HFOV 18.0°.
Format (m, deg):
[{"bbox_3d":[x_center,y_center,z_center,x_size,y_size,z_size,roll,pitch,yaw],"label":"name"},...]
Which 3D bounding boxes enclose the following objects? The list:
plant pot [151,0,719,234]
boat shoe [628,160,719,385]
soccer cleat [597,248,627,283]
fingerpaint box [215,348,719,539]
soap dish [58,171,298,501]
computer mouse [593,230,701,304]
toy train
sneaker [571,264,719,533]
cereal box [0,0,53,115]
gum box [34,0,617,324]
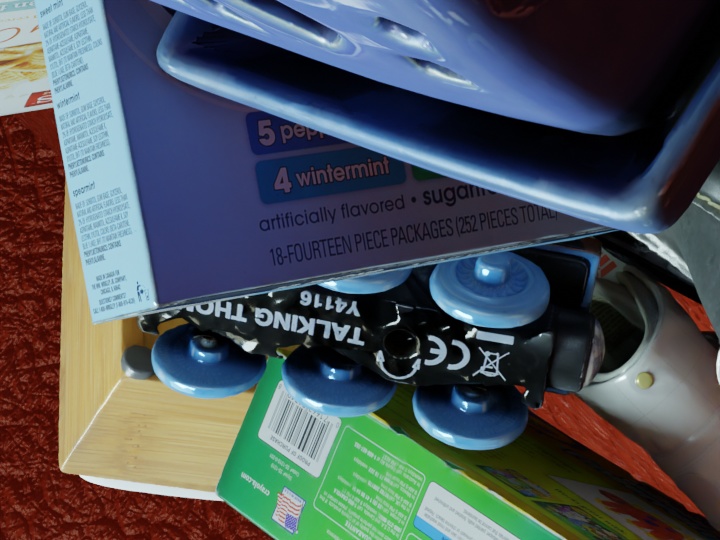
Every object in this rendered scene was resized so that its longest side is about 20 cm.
[{"bbox_3d":[0.017,-0.129,0.498,0.199,0.201,0.180,21,164,43],"label":"plant pot"},{"bbox_3d":[0.134,0.017,0.673,0.200,0.068,0.072,41,164,33],"label":"boat shoe"},{"bbox_3d":[0.078,-0.002,1.026,0.077,0.199,0.070,18,118,41],"label":"soccer cleat"},{"bbox_3d":[0.066,0.115,0.941,0.166,0.074,0.199,14,-168,-46],"label":"fingerpaint box"},{"bbox_3d":[-0.060,0.010,1.068,0.156,0.201,0.081,8,142,-17],"label":"soap dish"},{"bbox_3d":[0.142,-0.017,0.925,0.138,0.053,0.200,27,-179,11],"label":"computer mouse"},{"bbox_3d":[0.000,0.000,0.896,0.198,0.115,0.087,10,125,5],"label":"toy train"},{"bbox_3d":[0.133,0.037,0.980,0.116,0.074,0.200,45,-173,-9],"label":"sneaker"},{"bbox_3d":[-0.132,-0.098,0.823,0.200,0.143,0.040,139,119,-69],"label":"cereal box"},{"bbox_3d":[-0.012,-0.098,0.642,0.044,0.169,0.202,-13,88,57],"label":"gum box"}]
